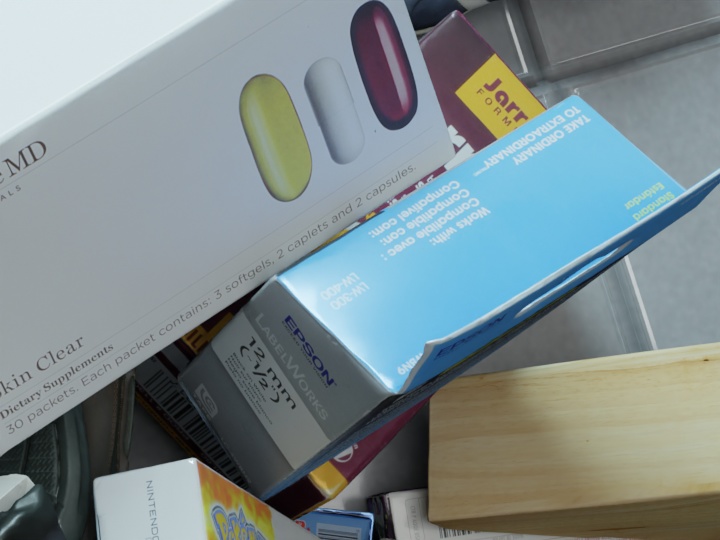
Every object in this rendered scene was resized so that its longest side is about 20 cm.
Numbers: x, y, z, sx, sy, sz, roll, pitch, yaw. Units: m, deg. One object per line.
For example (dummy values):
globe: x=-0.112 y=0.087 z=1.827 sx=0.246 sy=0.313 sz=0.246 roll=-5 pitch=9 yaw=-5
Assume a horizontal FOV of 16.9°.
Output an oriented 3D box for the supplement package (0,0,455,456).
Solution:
supplement package: x=-0.098 y=-0.059 z=0.860 sx=0.200 sy=0.156 sz=0.111 roll=-34 pitch=129 yaw=-16

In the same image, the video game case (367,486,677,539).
video game case: x=0.112 y=0.175 z=1.076 sx=0.199 sy=0.036 sz=0.182 roll=-7 pitch=85 yaw=-18

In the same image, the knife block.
knife block: x=0.143 y=0.065 z=0.991 sx=0.199 sy=0.176 sz=0.064 roll=5 pitch=72 yaw=-14

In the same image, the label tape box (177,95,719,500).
label tape box: x=0.030 y=0.002 z=0.873 sx=0.143 sy=0.200 sz=0.066 roll=-32 pitch=83 yaw=-26

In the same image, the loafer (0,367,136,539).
loafer: x=-0.117 y=0.040 z=0.924 sx=0.063 sy=0.072 sz=0.201 roll=50 pitch=31 yaw=-46

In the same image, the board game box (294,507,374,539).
board game box: x=-0.100 y=0.166 z=1.011 sx=0.199 sy=0.037 sz=0.152 roll=9 pitch=79 yaw=-16

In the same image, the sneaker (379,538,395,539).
sneaker: x=0.029 y=0.179 z=0.947 sx=0.075 sy=0.200 sz=0.088 roll=24 pitch=105 yaw=-21

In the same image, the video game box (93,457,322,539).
video game box: x=-0.036 y=0.179 z=0.893 sx=0.047 sy=0.200 sz=0.183 roll=-15 pitch=70 yaw=12

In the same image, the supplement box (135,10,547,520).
supplement box: x=0.000 y=0.000 z=1.022 sx=0.110 sy=0.086 sz=0.200 roll=47 pitch=64 yaw=-4

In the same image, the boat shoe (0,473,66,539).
boat shoe: x=-0.162 y=0.129 z=0.830 sx=0.075 sy=0.200 sz=0.093 roll=-37 pitch=109 yaw=-39

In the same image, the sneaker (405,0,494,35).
sneaker: x=0.064 y=-0.157 z=1.080 sx=0.199 sy=0.084 sz=0.075 roll=-19 pitch=89 yaw=-18
